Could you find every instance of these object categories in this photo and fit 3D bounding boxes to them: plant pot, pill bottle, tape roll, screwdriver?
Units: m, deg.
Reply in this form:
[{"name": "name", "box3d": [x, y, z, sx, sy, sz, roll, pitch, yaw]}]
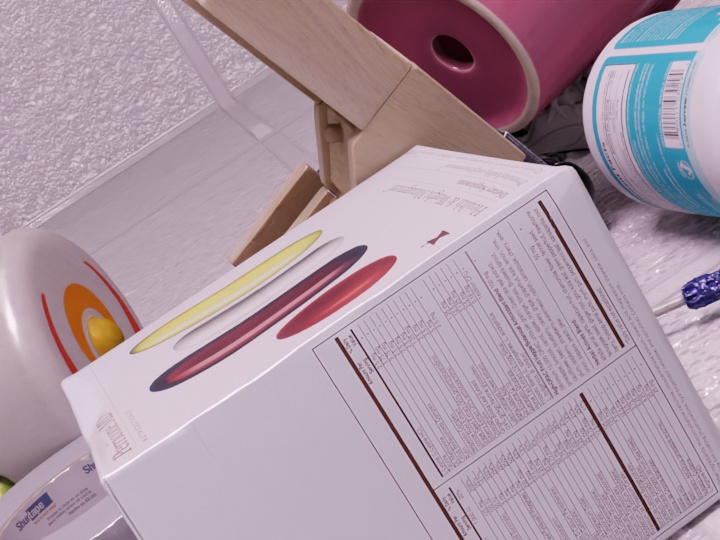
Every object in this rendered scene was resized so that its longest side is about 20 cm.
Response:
[{"name": "plant pot", "box3d": [0.089, -0.187, 0.931, 0.200, 0.200, 0.179, -12, 39, 56]}, {"name": "pill bottle", "box3d": [0.187, -0.084, 0.826, 0.111, 0.111, 0.200, -35, 14, -9]}, {"name": "tape roll", "box3d": [-0.139, 0.145, 0.864, 0.200, 0.066, 0.200, -31, 13, 8]}, {"name": "screwdriver", "box3d": [0.138, 0.020, 0.744, 0.199, 0.028, 0.029, -25, -13, 20]}]

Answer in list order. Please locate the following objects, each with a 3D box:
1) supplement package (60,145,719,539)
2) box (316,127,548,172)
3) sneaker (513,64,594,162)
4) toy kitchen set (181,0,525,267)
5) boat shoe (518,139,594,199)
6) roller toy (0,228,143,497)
[{"name": "supplement package", "box3d": [0.005, 0.064, 0.645, 0.200, 0.147, 0.191, -34, 14, -10]}, {"name": "box", "box3d": [0.000, 0.000, 0.894, 0.199, 0.050, 0.200, -54, 25, -3]}, {"name": "sneaker", "box3d": [0.146, -0.106, 1.005, 0.199, 0.076, 0.081, -14, -13, 35]}, {"name": "toy kitchen set", "box3d": [-0.064, -0.048, 0.799, 0.200, 0.180, 0.163, -52, 26, 6]}, {"name": "boat shoe", "box3d": [0.106, -0.035, 0.922, 0.066, 0.075, 0.199, -27, 15, 17]}, {"name": "roller toy", "box3d": [-0.217, 0.070, 1.036, 0.139, 0.201, 0.182, -28, 8, 13]}]
